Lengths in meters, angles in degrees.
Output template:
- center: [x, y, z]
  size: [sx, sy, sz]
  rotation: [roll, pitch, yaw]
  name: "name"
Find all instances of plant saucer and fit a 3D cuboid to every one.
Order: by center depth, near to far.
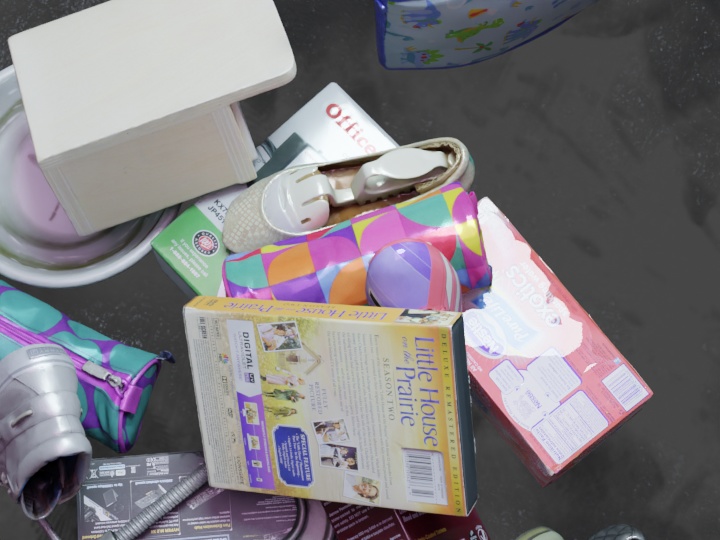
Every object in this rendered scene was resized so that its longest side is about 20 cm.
- center: [-0.237, -0.078, 1.265]
  size: [0.200, 0.050, 0.200]
  rotation: [0, 75, 1]
  name: "plant saucer"

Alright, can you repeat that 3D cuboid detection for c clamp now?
- center: [-0.126, 0.188, 1.155]
  size: [0.200, 0.027, 0.171]
  rotation: [-32, 77, -6]
  name: "c clamp"

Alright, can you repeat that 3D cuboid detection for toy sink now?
- center: [-0.147, -0.131, 1.181]
  size: [0.200, 0.112, 0.130]
  rotation: [-21, 57, -2]
  name: "toy sink"

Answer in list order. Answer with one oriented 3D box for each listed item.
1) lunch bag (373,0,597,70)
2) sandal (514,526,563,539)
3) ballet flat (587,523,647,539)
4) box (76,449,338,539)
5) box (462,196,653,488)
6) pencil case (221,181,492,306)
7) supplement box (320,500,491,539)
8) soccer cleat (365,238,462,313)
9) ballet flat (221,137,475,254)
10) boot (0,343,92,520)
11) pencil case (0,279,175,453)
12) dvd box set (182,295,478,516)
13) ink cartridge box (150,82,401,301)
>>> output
- center: [0.098, -0.244, 1.243]
  size: [0.200, 0.170, 0.127]
  rotation: [-33, 78, -6]
  name: "lunch bag"
- center: [0.089, 0.275, 1.151]
  size: [0.201, 0.080, 0.057]
  rotation: [-45, 62, -11]
  name: "sandal"
- center: [0.155, 0.277, 1.165]
  size: [0.066, 0.057, 0.200]
  rotation: [28, 77, 8]
  name: "ballet flat"
- center: [-0.114, 0.217, 1.187]
  size: [0.200, 0.050, 0.158]
  rotation: [-5, 76, -1]
  name: "box"
- center: [0.119, 0.058, 1.203]
  size: [0.103, 0.095, 0.200]
  rotation: [-38, 78, -8]
  name: "box"
- center: [0.000, 0.000, 1.135]
  size: [0.200, 0.088, 0.088]
  rotation: [-17, 76, -1]
  name: "pencil case"
- center: [0.016, 0.149, 1.166]
  size: [0.061, 0.109, 0.200]
  rotation: [-33, 77, 29]
  name: "supplement box"
- center: [0.047, 0.059, 1.095]
  size: [0.067, 0.200, 0.076]
  rotation: [-14, 47, -4]
  name: "soccer cleat"
- center: [-0.012, -0.063, 1.167]
  size: [0.200, 0.062, 0.067]
  rotation: [-16, 72, -5]
  name: "ballet flat"
- center: [-0.255, 0.142, 1.136]
  size: [0.074, 0.200, 0.096]
  rotation: [-3, 59, -33]
  name: "boot"
- center: [-0.252, 0.063, 1.205]
  size: [0.200, 0.092, 0.085]
  rotation: [25, 68, 6]
  name: "pencil case"
- center: [-0.021, 0.092, 1.077]
  size: [0.200, 0.029, 0.146]
  rotation: [2, 114, 22]
  name: "dvd box set"
- center: [-0.043, -0.029, 1.233]
  size: [0.200, 0.083, 0.147]
  rotation: [-43, 79, -11]
  name: "ink cartridge box"
